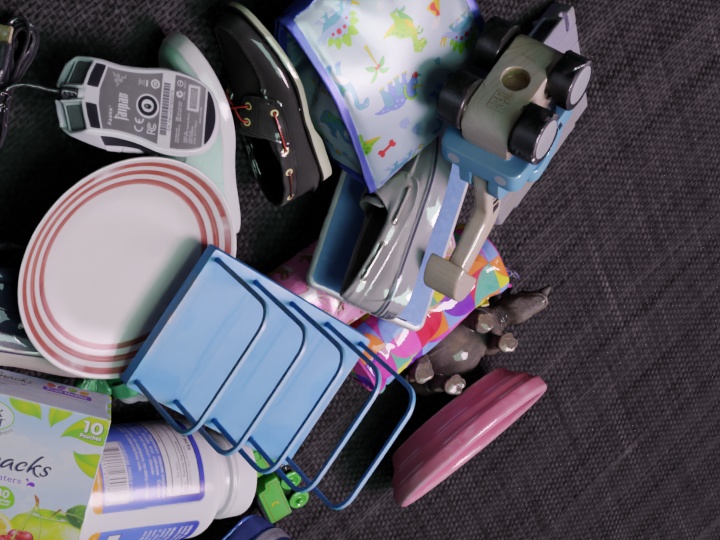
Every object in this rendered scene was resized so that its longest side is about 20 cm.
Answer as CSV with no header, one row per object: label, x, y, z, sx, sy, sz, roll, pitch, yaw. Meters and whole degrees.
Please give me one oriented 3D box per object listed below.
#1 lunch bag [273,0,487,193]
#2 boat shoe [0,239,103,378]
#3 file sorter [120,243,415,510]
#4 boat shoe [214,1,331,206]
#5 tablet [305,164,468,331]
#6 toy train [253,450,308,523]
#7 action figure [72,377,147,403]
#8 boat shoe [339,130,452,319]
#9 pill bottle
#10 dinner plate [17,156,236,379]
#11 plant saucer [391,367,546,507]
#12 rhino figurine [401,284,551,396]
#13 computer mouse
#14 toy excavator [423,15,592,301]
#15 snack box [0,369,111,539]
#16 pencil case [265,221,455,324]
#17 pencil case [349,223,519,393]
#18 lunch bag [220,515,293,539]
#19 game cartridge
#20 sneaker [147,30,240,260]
lunch bag,0.015,-0.201,1.517,0.170,0.127,0.201,-42,146,-15
boat shoe,-0.262,0.031,1.455,0.199,0.075,0.093,5,119,-42
file sorter,-0.071,0.100,1.478,0.199,0.123,0.139,32,95,-40
boat shoe,-0.084,-0.140,1.507,0.063,0.074,0.202,-37,134,-17
tablet,0.032,-0.058,1.628,0.129,0.014,0.202,23,77,-23
toy train,-0.103,0.174,1.710,0.056,0.042,0.201,-29,132,-10
action figure,-0.166,0.081,1.566,0.198,0.118,0.055,-14,136,-24
boat shoe,0.030,-0.059,1.585,0.065,0.072,0.202,21,83,-20
pill bottle,-0.197,0.194,1.586,0.199,0.112,0.113,-1,116,-41
dinner plate,-0.194,-0.003,1.435,0.199,0.024,0.202,-17,122,-28
plant saucer,0.106,0.168,1.822,0.200,0.051,0.201,-38,170,-7
rhino figurine,0.122,0.066,1.809,0.199,0.087,0.060,-35,101,-19
computer mouse,-0.208,-0.130,1.380,0.198,0.044,0.111,11,75,-26
toy excavator,0.121,-0.090,1.537,0.195,0.099,0.201,-55,159,-23
snack box,-0.318,0.151,1.431,0.198,0.053,0.144,14,108,-11
pencil case,0.000,0.000,1.661,0.199,0.083,0.087,-32,153,-23
pencil case,0.063,0.040,1.738,0.199,0.088,0.089,-36,134,-15
lunch bag,-0.125,0.353,1.735,0.200,0.132,0.136,-46,152,-10
game cartridge,0.161,-0.153,1.698,0.200,0.038,0.130,-51,146,-36
sneaker,-0.169,-0.095,1.463,0.117,0.074,0.202,-24,128,-24
